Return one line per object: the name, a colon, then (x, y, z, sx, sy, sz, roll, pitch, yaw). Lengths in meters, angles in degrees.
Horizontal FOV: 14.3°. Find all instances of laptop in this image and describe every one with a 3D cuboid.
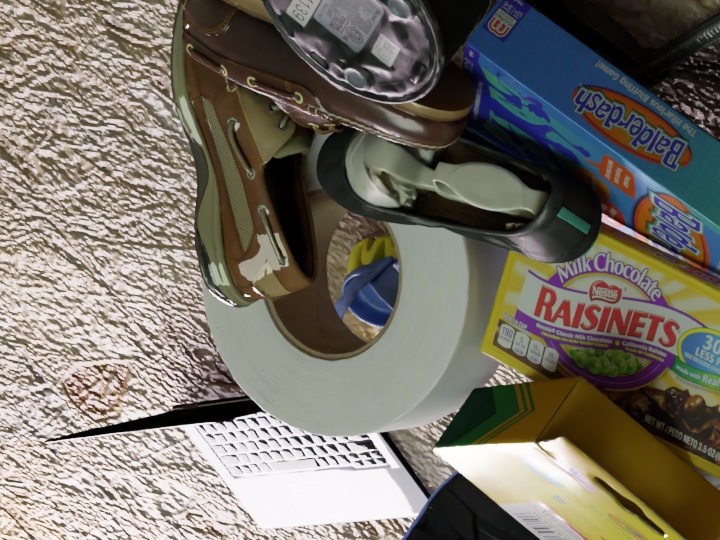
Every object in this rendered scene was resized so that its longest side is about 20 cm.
laptop: (-0.083, 0.147, 2.057, 0.187, 0.116, 0.200, -9, 126, 44)

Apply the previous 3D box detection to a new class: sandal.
sandal: (0.051, 0.011, 1.827, 0.080, 0.087, 0.200, 47, 140, -14)

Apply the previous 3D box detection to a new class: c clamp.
c clamp: (0.178, -0.148, 1.597, 0.170, 0.027, 0.200, 33, 148, -13)

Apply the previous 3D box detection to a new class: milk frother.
milk frother: (0.000, -0.214, 1.526, 0.200, 0.188, 0.180, 48, 148, -13)

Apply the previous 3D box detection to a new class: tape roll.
tape roll: (0.000, 0.000, 1.775, 0.201, 0.071, 0.204, 2, 93, 34)

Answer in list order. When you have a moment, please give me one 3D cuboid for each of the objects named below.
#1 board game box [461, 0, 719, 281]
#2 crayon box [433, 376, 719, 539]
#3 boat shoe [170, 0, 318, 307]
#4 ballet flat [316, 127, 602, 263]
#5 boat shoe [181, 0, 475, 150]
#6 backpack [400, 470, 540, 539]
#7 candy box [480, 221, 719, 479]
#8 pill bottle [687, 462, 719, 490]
board game box: (0.147, -0.064, 1.639, 0.200, 0.045, 0.152, 36, 168, 9)
crayon box: (0.135, 0.121, 1.669, 0.127, 0.051, 0.200, 40, 165, -13)
boat shoe: (-0.061, -0.080, 1.733, 0.073, 0.076, 0.201, -5, 97, 28)
ballet flat: (0.048, -0.057, 1.657, 0.199, 0.068, 0.068, 15, 172, 32)
boat shoe: (-0.021, -0.116, 1.645, 0.200, 0.070, 0.071, 33, 124, 28)
backpack: (0.116, 0.240, 1.956, 0.200, 0.183, 0.147, 36, 166, 14)
candy box: (0.162, 0.039, 1.648, 0.199, 0.026, 0.103, 27, 108, 34)
pill bottle: (0.225, 0.109, 1.752, 0.113, 0.114, 0.200, -11, 135, 44)
